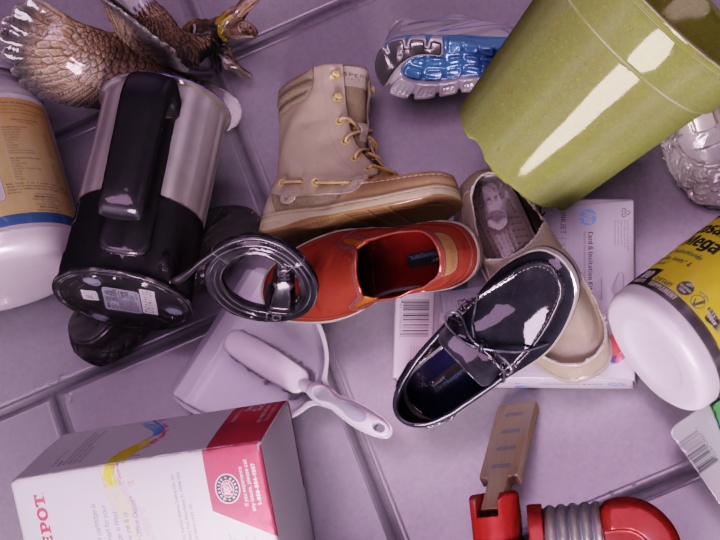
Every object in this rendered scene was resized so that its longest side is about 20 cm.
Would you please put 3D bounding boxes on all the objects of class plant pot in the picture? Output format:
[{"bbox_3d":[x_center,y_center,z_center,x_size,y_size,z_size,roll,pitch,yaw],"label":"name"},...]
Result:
[{"bbox_3d":[0.184,-0.153,1.286,0.190,0.200,0.200,-46,70,25],"label":"plant pot"}]

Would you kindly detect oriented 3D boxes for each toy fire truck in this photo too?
[{"bbox_3d":[0.162,0.200,1.271,0.176,0.129,0.200,-8,84,8],"label":"toy fire truck"}]

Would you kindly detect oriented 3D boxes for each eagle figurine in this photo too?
[{"bbox_3d":[-0.190,-0.197,1.393,0.151,0.200,0.152,37,124,25],"label":"eagle figurine"}]

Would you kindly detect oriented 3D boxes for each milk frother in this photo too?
[{"bbox_3d":[-0.132,-0.056,1.334,0.200,0.181,0.188,16,66,-15],"label":"milk frother"}]

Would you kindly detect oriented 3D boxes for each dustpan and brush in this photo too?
[{"bbox_3d":[-0.054,0.092,1.358,0.200,0.057,0.140,30,82,16],"label":"dustpan and brush"}]

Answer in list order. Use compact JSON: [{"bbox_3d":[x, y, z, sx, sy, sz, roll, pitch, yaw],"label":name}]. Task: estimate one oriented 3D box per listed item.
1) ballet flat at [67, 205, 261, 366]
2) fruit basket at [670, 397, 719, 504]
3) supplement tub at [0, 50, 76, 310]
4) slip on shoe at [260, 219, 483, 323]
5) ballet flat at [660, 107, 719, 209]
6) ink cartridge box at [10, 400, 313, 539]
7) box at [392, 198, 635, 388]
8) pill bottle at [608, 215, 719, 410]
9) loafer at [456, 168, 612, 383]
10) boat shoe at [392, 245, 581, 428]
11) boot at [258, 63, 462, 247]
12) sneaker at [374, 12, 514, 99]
[{"bbox_3d":[-0.171,0.009,1.416,0.200,0.057,0.066,-36,63,-7],"label":"ballet flat"},{"bbox_3d":[0.372,0.155,1.263,0.185,0.094,0.200,-35,87,0],"label":"fruit basket"},{"bbox_3d":[-0.331,-0.078,1.411,0.144,0.145,0.200,-21,72,4],"label":"supplement tub"},{"bbox_3d":[0.000,0.000,1.309,0.200,0.061,0.074,-11,88,29],"label":"slip on shoe"},{"bbox_3d":[0.278,-0.147,1.362,0.072,0.072,0.200,-16,73,6],"label":"ballet flat"},{"bbox_3d":[-0.151,0.200,1.281,0.200,0.145,0.146,-9,98,7],"label":"ink cartridge box"},{"bbox_3d":[0.130,0.019,1.355,0.200,0.041,0.156,-1,75,11],"label":"box"},{"bbox_3d":[0.304,0.011,1.278,0.200,0.112,0.112,-35,71,-16],"label":"pill bottle"},{"bbox_3d":[0.134,0.001,1.302,0.076,0.068,0.200,-32,72,1],"label":"loafer"},{"bbox_3d":[0.096,0.058,1.265,0.075,0.062,0.200,49,118,7],"label":"boat shoe"},{"bbox_3d":[0.001,-0.105,1.372,0.200,0.073,0.156,-10,67,40],"label":"boot"},{"bbox_3d":[0.115,-0.192,1.404,0.200,0.075,0.087,8,38,-2],"label":"sneaker"}]
